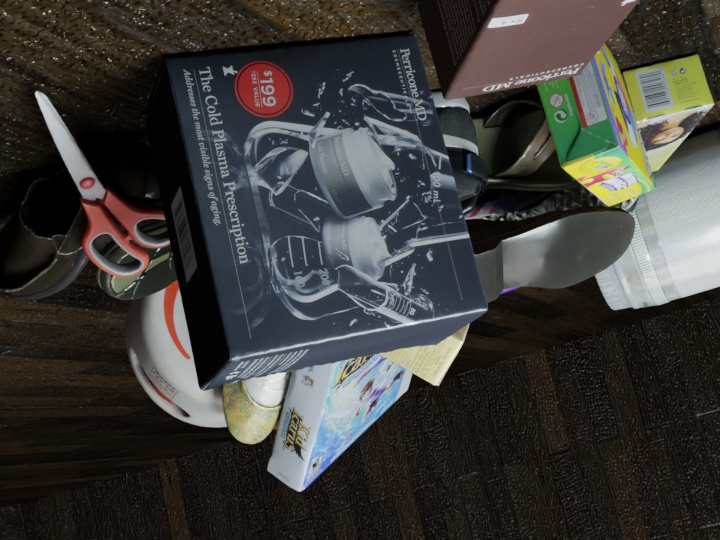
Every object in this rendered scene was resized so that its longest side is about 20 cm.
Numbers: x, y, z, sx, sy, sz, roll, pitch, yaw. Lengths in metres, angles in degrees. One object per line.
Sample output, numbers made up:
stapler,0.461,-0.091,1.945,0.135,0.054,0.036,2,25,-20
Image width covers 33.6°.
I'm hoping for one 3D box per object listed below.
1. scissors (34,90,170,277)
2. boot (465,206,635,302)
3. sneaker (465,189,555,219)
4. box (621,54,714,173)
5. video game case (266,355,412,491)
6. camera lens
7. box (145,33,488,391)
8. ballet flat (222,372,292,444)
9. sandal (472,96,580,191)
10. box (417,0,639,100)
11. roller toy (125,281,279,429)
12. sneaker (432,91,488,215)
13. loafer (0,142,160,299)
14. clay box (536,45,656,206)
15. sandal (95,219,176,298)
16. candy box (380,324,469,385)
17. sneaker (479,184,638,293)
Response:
scissors,-0.190,-0.051,0.824,0.072,0.014,0.200,-30,148,7
boot,0.132,-0.026,0.981,0.197,0.076,0.075,-12,126,-19
sneaker,0.090,-0.083,1.067,0.197,0.085,0.121,-16,178,16
box,0.258,-0.132,1.101,0.074,0.051,0.200,-14,169,-2
video game case,0.000,0.083,1.117,0.200,0.045,0.183,-38,150,-48
camera lens,0.347,-0.055,1.288,0.197,0.163,0.160,-18,168,19
box,-0.034,-0.041,0.807,0.179,0.203,0.104,-10,167,-21
ballet flat,-0.075,0.057,1.063,0.069,0.203,0.071,13,175,1
sandal,0.133,-0.110,1.005,0.198,0.081,0.058,-10,154,-16
box,0.103,-0.173,0.678,0.098,0.076,0.200,-12,170,-11
roller toy,-0.132,0.054,1.157,0.179,0.204,0.140,4,163,-18
sneaker,0.004,-0.067,0.935,0.197,0.114,0.073,-15,159,-4
loafer,-0.235,-0.042,0.908,0.199,0.074,0.071,-35,155,34
clay box,0.177,-0.120,0.902,0.047,0.117,0.199,-19,168,20
sandal,-0.152,-0.032,1.027,0.200,0.057,0.081,-15,132,-51
candy box,0.000,0.000,0.993,0.056,0.198,0.116,-62,180,32
sneaker,0.166,-0.026,1.084,0.198,0.070,0.100,-28,162,3
